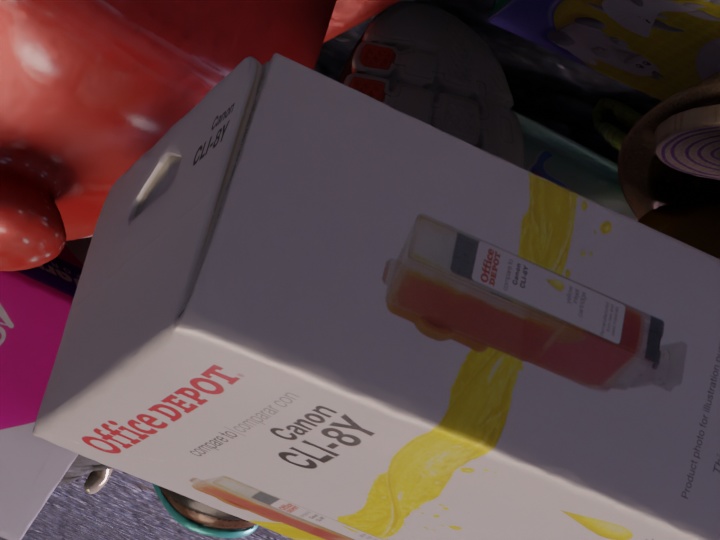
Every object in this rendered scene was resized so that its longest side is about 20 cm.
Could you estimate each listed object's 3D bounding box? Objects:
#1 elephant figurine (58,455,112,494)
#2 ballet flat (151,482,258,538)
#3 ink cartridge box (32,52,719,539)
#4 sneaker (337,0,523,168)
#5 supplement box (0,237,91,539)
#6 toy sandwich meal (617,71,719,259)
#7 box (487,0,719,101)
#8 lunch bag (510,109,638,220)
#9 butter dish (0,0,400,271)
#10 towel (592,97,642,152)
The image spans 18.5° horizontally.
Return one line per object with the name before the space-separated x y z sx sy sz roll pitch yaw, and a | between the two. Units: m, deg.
elephant figurine | -0.099 0.045 1.046 0.141 0.200 0.155 23 131 48
ballet flat | -0.076 0.027 0.861 0.068 0.068 0.200 2 -156 -34
ink cartridge box | 0.024 0.034 0.633 0.200 0.083 0.145 24 157 -16
sneaker | 0.000 0.000 0.769 0.077 0.200 0.082 22 152 -26
supplement box | -0.168 -0.002 0.852 0.101 0.103 0.200 27 -163 -34
toy sandwich meal | 0.166 0.009 0.656 0.205 0.070 0.205 16 160 6
box | 0.150 -0.066 0.656 0.200 0.048 0.117 21 165 -12
lunch bag | 0.091 0.022 0.871 0.200 0.122 0.170 22 170 18
butter dish | -0.107 -0.069 0.713 0.200 0.148 0.199 -20 141 39
towel | 0.189 -0.004 0.810 0.200 0.023 0.144 27 -179 -26
